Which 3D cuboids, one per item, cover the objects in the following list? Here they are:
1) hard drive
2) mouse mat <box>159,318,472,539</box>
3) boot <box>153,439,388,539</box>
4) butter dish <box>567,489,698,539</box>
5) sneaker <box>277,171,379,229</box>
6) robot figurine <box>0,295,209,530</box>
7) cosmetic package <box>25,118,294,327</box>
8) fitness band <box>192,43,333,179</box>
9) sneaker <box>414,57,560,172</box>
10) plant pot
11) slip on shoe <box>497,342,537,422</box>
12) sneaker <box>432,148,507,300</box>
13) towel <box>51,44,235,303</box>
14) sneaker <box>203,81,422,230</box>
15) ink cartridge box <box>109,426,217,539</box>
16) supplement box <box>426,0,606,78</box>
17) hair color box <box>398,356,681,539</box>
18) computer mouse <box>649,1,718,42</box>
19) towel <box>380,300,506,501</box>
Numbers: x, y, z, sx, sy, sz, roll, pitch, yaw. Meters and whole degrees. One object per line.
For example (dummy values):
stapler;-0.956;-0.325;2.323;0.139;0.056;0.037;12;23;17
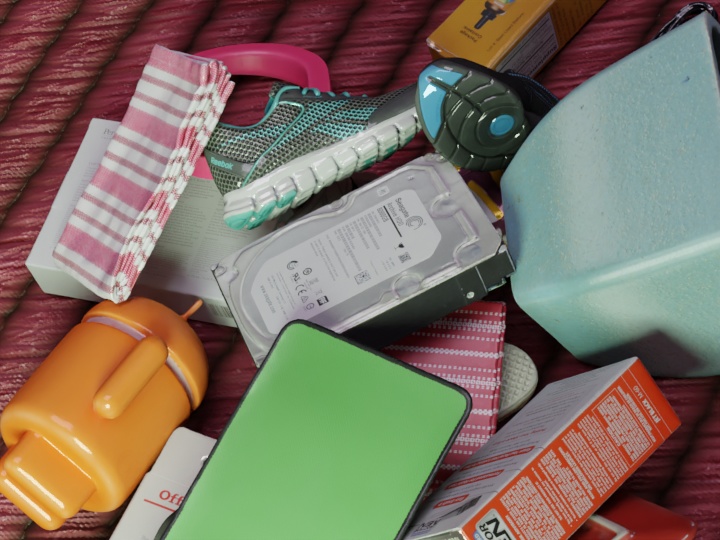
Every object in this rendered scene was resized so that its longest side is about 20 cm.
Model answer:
hard drive;0.000;0.000;1.597;0.200;0.038;0.140;-26;41;-1
mouse mat;-0.032;0.141;1.484;0.161;0.008;0.200;23;76;28
boot;-0.066;0.170;1.515;0.138;0.077;0.200;26;79;11
butter dish;0.150;0.259;1.457;0.200;0.199;0.148;-35;98;-8
sneaker;-0.030;0.003;1.689;0.081;0.075;0.200;17;50;-22
robot figurine;-0.193;0.101;1.642;0.117;0.144;0.200;21;56;28
cosmetic package;-0.153;-0.040;1.777;0.200;0.052;0.151;10;63;21
fitness band;-0.093;-0.131;1.780;0.144;0.037;0.200;-4;30;0
sneaker;0.102;-0.117;1.646;0.073;0.200;0.082;-40;50;20
plant pot;0.217;-0.032;1.595;0.200;0.196;0.196;-21;53;25
slip on shoe;0.038;0.110;1.622;0.200;0.061;0.074;-26;67;1
sneaker;0.091;-0.019;1.685;0.090;0.075;0.200;0;61;16
towel;-0.174;-0.079;1.686;0.200;0.030;0.146;-64;27;-2
sneaker;-0.032;-0.112;1.666;0.200;0.078;0.091;-27;83;-18
ink cartridge box;-0.127;0.226;1.592;0.117;0.067;0.200;19;66;23
supplement box;0.146;-0.224;1.804;0.067;0.069;0.200;35;71;31
hair color box;0.116;0.148;1.491;0.200;0.111;0.064;-38;98;-32
computer mouse;0.238;-0.142;1.746;0.059;0.034;0.200;15;63;24
towel;0.028;0.114;1.579;0.145;0.022;0.200;3;70;12
